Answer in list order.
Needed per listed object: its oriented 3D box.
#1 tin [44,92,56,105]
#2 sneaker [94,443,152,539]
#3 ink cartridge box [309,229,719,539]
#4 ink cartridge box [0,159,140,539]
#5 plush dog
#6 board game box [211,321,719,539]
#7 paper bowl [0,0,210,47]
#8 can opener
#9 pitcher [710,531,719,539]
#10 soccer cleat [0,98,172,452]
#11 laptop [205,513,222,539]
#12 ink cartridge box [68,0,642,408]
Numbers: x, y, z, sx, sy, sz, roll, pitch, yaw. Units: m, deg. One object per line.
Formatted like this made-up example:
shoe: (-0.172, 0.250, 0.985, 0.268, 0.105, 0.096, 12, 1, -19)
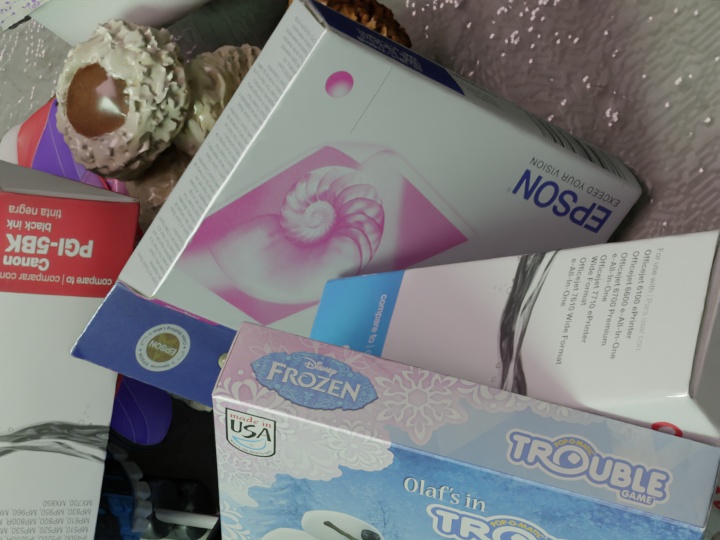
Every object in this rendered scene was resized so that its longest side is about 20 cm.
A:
tin: (-0.145, -0.009, 1.267, 0.111, 0.042, 0.202, 6, 86, 33)
sneaker: (-0.176, 0.107, 1.198, 0.087, 0.075, 0.200, -57, 41, 12)
ink cartridge box: (0.092, 0.065, 0.992, 0.199, 0.145, 0.084, -7, 51, 35)
ink cartridge box: (-0.187, 0.051, 1.097, 0.146, 0.082, 0.202, 15, 99, 51)
plush dog: (-0.032, -0.049, 1.146, 0.171, 0.160, 0.201, -11, 104, 21)
board game box: (0.039, 0.117, 0.971, 0.199, 0.200, 0.044, 14, 54, 10)
paper bowl: (-0.103, -0.182, 1.171, 0.200, 0.201, 0.105, -25, 100, 32)
can opener: (-0.106, 0.141, 1.203, 0.199, 0.053, 0.067, 1, 83, 38)
pitcher: (0.221, 0.187, 0.876, 0.199, 0.121, 0.172, 3, 56, 23)
soccer cleat: (-0.131, -0.004, 1.192, 0.073, 0.068, 0.201, -35, 61, 29)
laptop: (-0.109, 0.211, 1.090, 0.200, 0.178, 0.103, -31, 108, 39)
ink cartridge box: (0.000, 0.000, 1.055, 0.201, 0.196, 0.043, -56, 36, 16)
